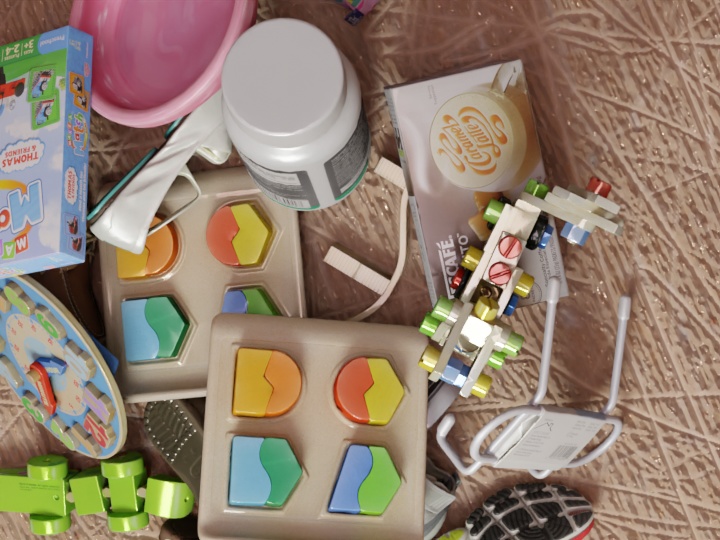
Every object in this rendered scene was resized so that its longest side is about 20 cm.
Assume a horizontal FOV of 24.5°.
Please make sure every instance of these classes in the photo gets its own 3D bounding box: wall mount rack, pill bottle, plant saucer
[{"bbox_3d":[0.158,0.098,1.382,0.174,0.200,0.075,-51,56,20],"label":"wall mount rack"},{"bbox_3d":[-0.052,-0.125,1.344,0.112,0.200,0.114,-1,78,3],"label":"pill bottle"},{"bbox_3d":[-0.160,-0.215,1.400,0.200,0.051,0.202,-10,73,33],"label":"plant saucer"}]

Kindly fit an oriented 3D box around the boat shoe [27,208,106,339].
[{"bbox_3d":[-0.272,-0.031,1.478,0.074,0.076,0.201,-24,95,10],"label":"boat shoe"}]

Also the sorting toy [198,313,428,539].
[{"bbox_3d":[-0.036,0.132,1.366,0.184,0.036,0.201,4,69,-7],"label":"sorting toy"}]

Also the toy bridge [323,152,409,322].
[{"bbox_3d":[0.000,0.000,1.455,0.067,0.027,0.201,30,102,3],"label":"toy bridge"}]

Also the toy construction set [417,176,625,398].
[{"bbox_3d":[0.115,0.001,1.286,0.092,0.131,0.200,40,94,0],"label":"toy construction set"}]

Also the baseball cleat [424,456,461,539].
[{"bbox_3d":[0.003,0.205,1.410,0.070,0.199,0.107,47,129,26],"label":"baseball cleat"}]

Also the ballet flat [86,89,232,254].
[{"bbox_3d":[-0.153,-0.097,1.434,0.069,0.069,0.200,38,82,2],"label":"ballet flat"}]

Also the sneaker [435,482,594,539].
[{"bbox_3d":[0.118,0.258,1.462,0.199,0.077,0.085,-28,131,2],"label":"sneaker"}]

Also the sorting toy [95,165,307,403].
[{"bbox_3d":[-0.141,0.010,1.450,0.184,0.036,0.201,-6,81,12],"label":"sorting toy"}]

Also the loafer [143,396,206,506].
[{"bbox_3d":[-0.111,0.183,1.469,0.076,0.067,0.200,-42,78,36],"label":"loafer"}]

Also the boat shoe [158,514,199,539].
[{"bbox_3d":[-0.098,0.295,1.496,0.202,0.075,0.075,26,111,25],"label":"boat shoe"}]

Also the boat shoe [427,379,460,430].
[{"bbox_3d":[-0.001,0.149,1.464,0.200,0.070,0.066,-42,90,22],"label":"boat shoe"}]

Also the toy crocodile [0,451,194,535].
[{"bbox_3d":[-0.248,0.201,1.524,0.199,0.062,0.068,-3,99,16],"label":"toy crocodile"}]

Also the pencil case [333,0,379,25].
[{"bbox_3d":[0.030,-0.304,1.370,0.087,0.087,0.200,43,103,1],"label":"pencil case"}]

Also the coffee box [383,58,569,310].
[{"bbox_3d":[0.096,-0.067,1.387,0.114,0.080,0.201,-12,97,-3],"label":"coffee box"}]

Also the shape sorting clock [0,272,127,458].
[{"bbox_3d":[-0.277,0.083,1.459,0.199,0.039,0.201,29,142,26],"label":"shape sorting clock"}]

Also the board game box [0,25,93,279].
[{"bbox_3d":[-0.297,-0.094,1.411,0.151,0.037,0.201,-11,72,30],"label":"board game box"}]
